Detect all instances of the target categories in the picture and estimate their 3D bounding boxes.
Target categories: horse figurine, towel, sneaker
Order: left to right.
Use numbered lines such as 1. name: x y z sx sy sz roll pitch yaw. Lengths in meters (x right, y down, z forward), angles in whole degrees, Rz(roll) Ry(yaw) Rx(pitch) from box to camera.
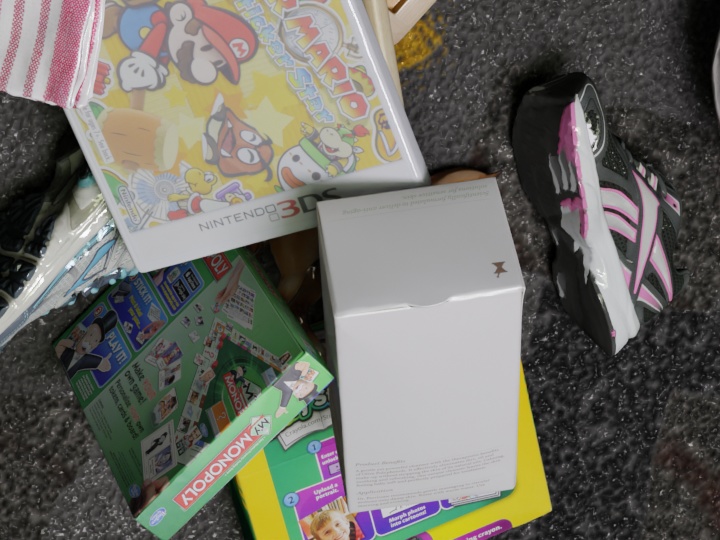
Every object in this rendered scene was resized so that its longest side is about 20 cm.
1. towel: -0.231 -0.172 1.281 0.199 0.030 0.147 12 113 8
2. sneaker: -0.161 -0.013 1.416 0.086 0.078 0.200 36 100 -35
3. horse figurine: 0.000 0.000 1.475 0.199 0.133 0.050 -5 160 -5
4. sneaker: 0.159 -0.048 1.530 0.086 0.080 0.201 -31 131 -17

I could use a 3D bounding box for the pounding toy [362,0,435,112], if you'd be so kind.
1. pounding toy: 0.005 -0.212 1.336 0.184 0.142 0.200 38 99 -31

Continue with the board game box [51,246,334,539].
1. board game box: -0.102 0.052 1.396 0.135 0.200 0.029 -43 124 5

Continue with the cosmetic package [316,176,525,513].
1. cosmetic package: 0.034 0.046 1.361 0.107 0.085 0.201 -7 142 -5

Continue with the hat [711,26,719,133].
1. hat: 0.290 -0.133 1.523 0.199 0.081 0.202 -7 110 -20

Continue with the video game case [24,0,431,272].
1. video game case: -0.078 -0.106 1.314 0.181 0.023 0.201 -14 115 18

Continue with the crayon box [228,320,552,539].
1. crayon box: 0.011 0.111 1.554 0.199 0.058 0.173 -20 120 -10
